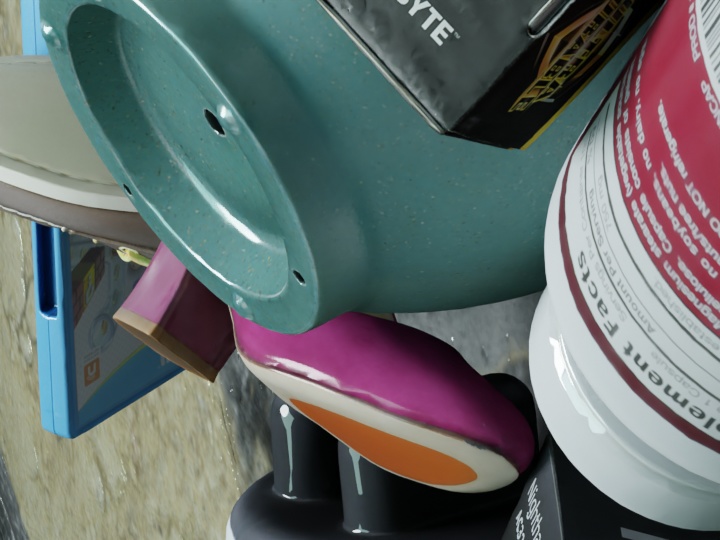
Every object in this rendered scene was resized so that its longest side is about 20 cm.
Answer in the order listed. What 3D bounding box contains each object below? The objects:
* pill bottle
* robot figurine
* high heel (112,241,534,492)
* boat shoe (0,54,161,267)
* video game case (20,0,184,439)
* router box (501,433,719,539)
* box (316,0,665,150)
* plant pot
[{"bbox_3d":[0.108,-0.020,0.560,0.200,0.112,0.113,118,137,-58],"label":"pill bottle"},{"bbox_3d":[0.021,0.130,0.838,0.150,0.124,0.201,-69,-24,-74],"label":"robot figurine"},{"bbox_3d":[0.000,0.000,0.765,0.200,0.096,0.067,22,166,49],"label":"high heel"},{"bbox_3d":[-0.064,-0.028,0.897,0.060,0.199,0.072,98,-179,-45],"label":"boat shoe"},{"bbox_3d":[-0.077,-0.051,0.991,0.018,0.143,0.201,17,120,30],"label":"video game case"},{"bbox_3d":[0.051,0.165,0.651,0.200,0.052,0.158,-92,19,-59],"label":"router box"},{"bbox_3d":[0.017,-0.152,0.570,0.160,0.049,0.200,-47,71,15],"label":"box"},{"bbox_3d":[-0.001,-0.067,0.689,0.200,0.134,0.201,45,159,22],"label":"plant pot"}]
